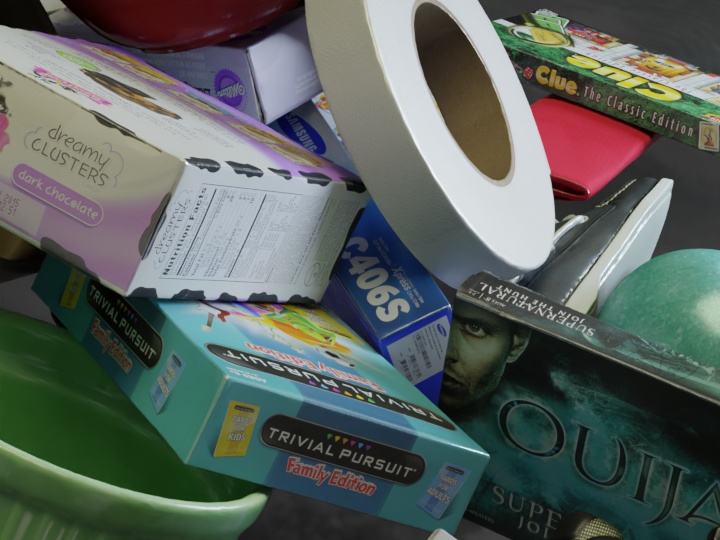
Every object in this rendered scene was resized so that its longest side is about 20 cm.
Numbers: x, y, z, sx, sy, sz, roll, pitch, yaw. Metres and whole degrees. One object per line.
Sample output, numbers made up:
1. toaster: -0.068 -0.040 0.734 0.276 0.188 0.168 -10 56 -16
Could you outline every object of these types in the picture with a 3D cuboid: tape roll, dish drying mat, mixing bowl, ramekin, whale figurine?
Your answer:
1. tape roll: 0.039 -0.086 1.470 0.037 0.203 0.203 -24 30 22
2. dish drying mat: 0.125 -0.076 1.650 0.077 0.018 0.200 19 22 15
3. mixing bowl: -0.089 -0.182 1.499 0.200 0.108 0.200 -18 20 6
4. ramekin: -0.149 0.100 1.287 0.200 0.098 0.200 23 13 -6
5. whale figurine: 0.212 0.029 1.498 0.200 0.104 0.159 -23 46 -35

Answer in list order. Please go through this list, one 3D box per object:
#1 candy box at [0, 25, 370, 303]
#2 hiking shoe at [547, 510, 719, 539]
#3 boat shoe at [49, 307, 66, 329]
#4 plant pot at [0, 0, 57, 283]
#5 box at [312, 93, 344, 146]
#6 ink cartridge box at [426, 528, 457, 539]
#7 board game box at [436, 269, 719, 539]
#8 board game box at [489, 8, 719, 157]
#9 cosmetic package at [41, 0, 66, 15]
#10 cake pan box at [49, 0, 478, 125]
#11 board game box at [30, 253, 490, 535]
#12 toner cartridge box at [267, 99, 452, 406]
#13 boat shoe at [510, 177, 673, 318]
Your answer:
1. candy box: -0.115 -0.052 1.365 0.168 0.072 0.200 29 11 23
2. hiking shoe: 0.087 0.164 1.296 0.200 0.076 0.101 0 63 -25
3. boat shoe: -0.132 0.005 1.498 0.074 0.066 0.199 6 37 -4
4. plant pot: -0.265 -0.070 1.471 0.173 0.200 0.200 -18 28 25
5. box: -0.036 -0.102 1.683 0.200 0.039 0.137 26 41 24
6. ink cartridge box: -0.018 0.204 1.152 0.042 0.200 0.119 38 43 9
7. board game box: 0.129 0.093 1.370 0.200 0.135 0.028 22 39 20
8. board game box: 0.168 -0.113 1.717 0.200 0.023 0.105 23 25 26
9. cosmetic package: -0.264 -0.133 1.657 0.200 0.071 0.101 -15 41 -27
10. cake pan box: -0.060 -0.142 1.605 0.200 0.052 0.184 10 34 45
11. board game box: -0.050 0.047 1.353 0.151 0.047 0.200 18 13 -33
12. toner cartridge box: 0.000 0.000 1.500 0.043 0.095 0.200 -25 44 -8
13. boat shoe: 0.115 0.000 1.543 0.060 0.076 0.200 20 34 16
